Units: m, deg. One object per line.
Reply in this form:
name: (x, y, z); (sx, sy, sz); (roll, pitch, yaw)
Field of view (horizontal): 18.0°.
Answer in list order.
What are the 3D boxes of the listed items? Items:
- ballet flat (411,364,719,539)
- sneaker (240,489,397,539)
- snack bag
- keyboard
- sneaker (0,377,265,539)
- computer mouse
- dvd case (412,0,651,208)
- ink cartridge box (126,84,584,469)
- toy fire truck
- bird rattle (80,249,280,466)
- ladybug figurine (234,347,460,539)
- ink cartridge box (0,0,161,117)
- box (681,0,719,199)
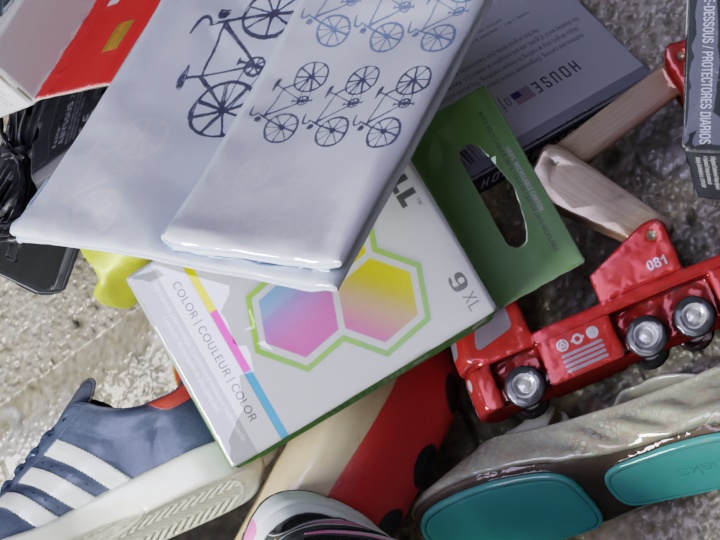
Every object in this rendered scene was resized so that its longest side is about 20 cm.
ballet flat: (0.121, 0.093, 1.151); (0.199, 0.068, 0.063); (-15, 43, 22)
sneaker: (0.037, 0.173, 1.081); (0.199, 0.086, 0.081); (18, 95, -10)
snack bag: (-0.053, -0.079, 1.090); (0.199, 0.021, 0.189); (9, 57, 33)
keyboard: (-0.175, -0.088, 1.345); (0.127, 0.021, 0.201); (21, 92, 50)
sneaker: (-0.150, 0.108, 1.150); (0.199, 0.075, 0.085); (-23, 66, -2)
computer mouse: (-0.131, -0.085, 1.241); (0.199, 0.053, 0.139); (-23, 43, 45)
dvd case: (0.034, -0.130, 1.198); (0.150, 0.025, 0.200); (-30, 64, -25)
ink cartridge box: (0.000, 0.000, 1.086); (0.199, 0.059, 0.104); (-30, 85, -1)
toy fire truck: (0.127, -0.021, 1.139); (0.199, 0.049, 0.142); (-22, 76, 4)
bird rattle: (-0.061, 0.027, 1.214); (0.200, 0.112, 0.164); (24, 120, 57)
ladybug figurine: (-0.006, 0.103, 1.177); (0.072, 0.136, 0.201); (28, 85, 0)
ink cartridge box: (-0.148, -0.179, 1.272); (0.176, 0.045, 0.201); (-10, 46, 54)
box: (0.252, -0.099, 1.052); (0.198, 0.106, 0.123); (1, 80, 11)
